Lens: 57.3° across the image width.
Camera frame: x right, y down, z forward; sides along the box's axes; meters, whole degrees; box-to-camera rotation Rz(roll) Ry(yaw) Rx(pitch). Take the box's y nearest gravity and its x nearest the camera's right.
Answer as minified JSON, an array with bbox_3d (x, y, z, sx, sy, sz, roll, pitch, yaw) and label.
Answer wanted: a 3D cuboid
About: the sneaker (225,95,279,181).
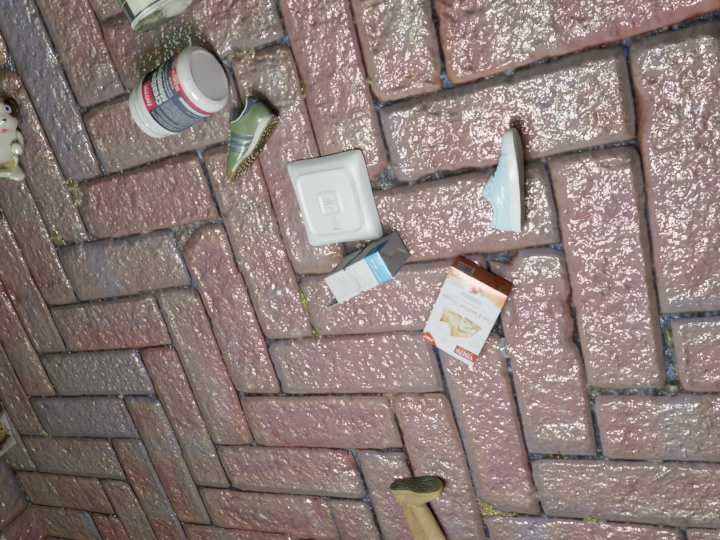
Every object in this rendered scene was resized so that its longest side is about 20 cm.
[{"bbox_3d":[-0.260,-0.299,1.467,0.090,0.067,0.200,48,126,6],"label":"sneaker"}]

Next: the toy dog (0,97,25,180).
[{"bbox_3d":[-0.971,-0.365,1.766,0.202,0.137,0.196,-58,47,37],"label":"toy dog"}]

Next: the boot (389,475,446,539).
[{"bbox_3d":[0.180,0.638,1.723,0.173,0.066,0.204,-13,108,44],"label":"boot"}]

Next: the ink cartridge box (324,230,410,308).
[{"bbox_3d":[0.000,0.000,1.450,0.197,0.116,0.069,-27,102,34],"label":"ink cartridge box"}]

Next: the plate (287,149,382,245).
[{"bbox_3d":[-0.062,-0.151,1.457,0.195,0.032,0.205,-5,113,28],"label":"plate"}]

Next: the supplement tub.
[{"bbox_3d":[-0.397,-0.385,1.441,0.196,0.140,0.143,-17,107,32],"label":"supplement tub"}]

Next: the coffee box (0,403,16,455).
[{"bbox_3d":[-1.390,0.596,2.469,0.078,0.113,0.205,6,118,23],"label":"coffee box"}]

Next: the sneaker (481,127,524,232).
[{"bbox_3d":[0.268,-0.167,1.255,0.080,0.074,0.205,2,115,22],"label":"sneaker"}]

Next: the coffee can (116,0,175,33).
[{"bbox_3d":[-0.456,-0.618,1.347,0.144,0.146,0.203,-21,105,33],"label":"coffee can"}]

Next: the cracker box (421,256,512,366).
[{"bbox_3d":[0.225,0.090,1.418,0.132,0.058,0.204,27,125,13],"label":"cracker box"}]
